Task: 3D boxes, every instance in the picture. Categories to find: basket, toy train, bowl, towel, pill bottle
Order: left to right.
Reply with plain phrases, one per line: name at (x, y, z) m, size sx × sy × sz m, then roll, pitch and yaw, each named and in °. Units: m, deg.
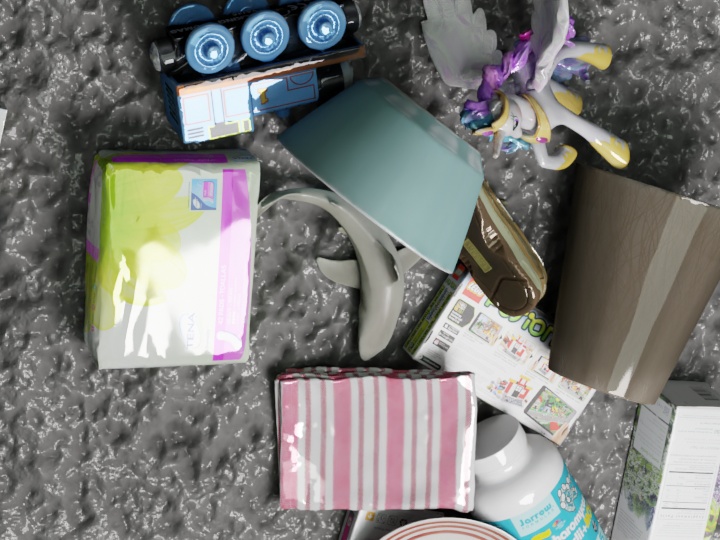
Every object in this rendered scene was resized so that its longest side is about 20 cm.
toy train at (-0.091, -0.188, 1.592) m, size 0.198 × 0.087 × 0.115 m, roll -14°, pitch 120°, yaw -16°
towel at (0.015, 0.169, 1.727) m, size 0.197 × 0.030 × 0.148 m, roll 0°, pitch 107°, yaw 6°
bowl at (0.033, -0.099, 1.591) m, size 0.200 × 0.201 × 0.105 m, roll 34°, pitch 97°, yaw -24°
pill bottle at (0.173, 0.245, 1.795) m, size 0.110 × 0.111 × 0.201 m, roll -34°, pitch 114°, yaw -5°
basket at (0.266, 0.018, 1.720) m, size 0.178 × 0.136 × 0.202 m, roll 18°, pitch 94°, yaw 10°

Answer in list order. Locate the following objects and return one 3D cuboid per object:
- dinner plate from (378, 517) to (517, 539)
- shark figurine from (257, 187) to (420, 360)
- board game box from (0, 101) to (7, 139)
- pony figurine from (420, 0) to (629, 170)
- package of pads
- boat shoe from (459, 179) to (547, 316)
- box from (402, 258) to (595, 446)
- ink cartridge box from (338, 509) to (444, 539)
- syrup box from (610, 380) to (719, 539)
dinner plate at (0.087, 0.325, 1.779) m, size 0.197 × 0.024 × 0.202 m, roll 0°, pitch 119°, yaw 0°
shark figurine at (0.000, -0.022, 1.670) m, size 0.128 × 0.089 × 0.215 m, roll -40°, pitch 116°, yaw -4°
board game box at (-0.398, -0.062, 1.553) m, size 0.133 × 0.034 × 0.202 m, roll 10°, pitch 103°, yaw -21°
pony figurine at (0.159, -0.185, 1.631) m, size 0.199 × 0.165 × 0.196 m, roll 8°, pitch 69°, yaw -46°
package of pads at (-0.177, -0.010, 1.624) m, size 0.153 × 0.068 × 0.203 m, roll -1°, pitch 107°, yaw -18°
boat shoe at (0.113, -0.052, 1.712) m, size 0.071 × 0.076 × 0.201 m, roll -25°, pitch 102°, yaw 36°
box at (0.152, 0.084, 1.779) m, size 0.199 × 0.035 × 0.111 m, roll 32°, pitch 95°, yaw -24°
ink cartridge box at (0.011, 0.328, 1.810) m, size 0.094 × 0.037 × 0.202 m, roll 13°, pitch 100°, yaw -22°
syrup box at (0.329, 0.224, 1.858) m, size 0.080 × 0.079 × 0.203 m, roll 3°, pitch 106°, yaw -19°
